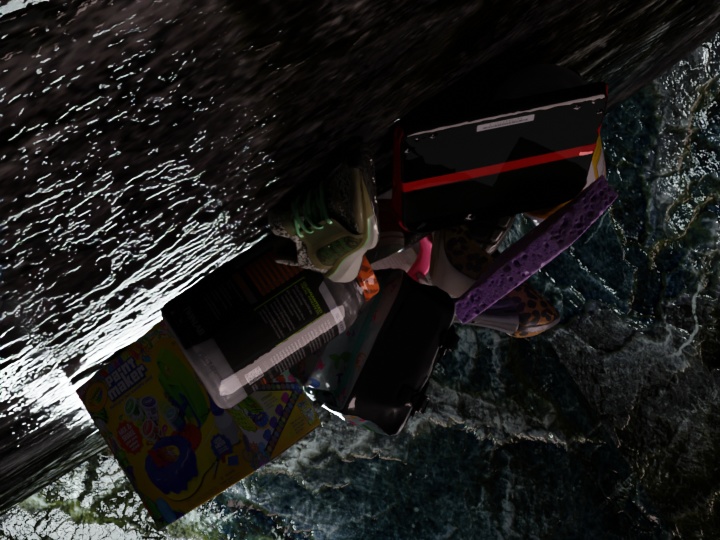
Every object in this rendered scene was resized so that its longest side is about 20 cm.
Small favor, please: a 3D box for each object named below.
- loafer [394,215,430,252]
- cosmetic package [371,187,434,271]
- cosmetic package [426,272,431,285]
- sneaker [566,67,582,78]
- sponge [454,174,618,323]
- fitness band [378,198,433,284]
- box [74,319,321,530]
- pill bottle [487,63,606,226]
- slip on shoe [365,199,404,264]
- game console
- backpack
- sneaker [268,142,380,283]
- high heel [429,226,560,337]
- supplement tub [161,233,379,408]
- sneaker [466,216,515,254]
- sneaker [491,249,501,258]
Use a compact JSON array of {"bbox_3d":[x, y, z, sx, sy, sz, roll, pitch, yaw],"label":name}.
[{"bbox_3d":[0.071,-0.089,1.321,0.073,0.072,0.200,-32,168,-28],"label":"loafer"},{"bbox_3d":[0.008,-0.021,1.564,0.199,0.102,0.071,-35,178,41],"label":"cosmetic package"},{"bbox_3d":[0.067,0.015,1.653,0.113,0.081,0.201,-46,-154,22],"label":"cosmetic package"},{"bbox_3d":[0.171,-0.173,1.340,0.199,0.077,0.084,-34,156,-16],"label":"sneaker"},{"bbox_3d":[0.176,-0.018,1.226,0.111,0.030,0.200,-42,180,-34],"label":"sponge"},{"bbox_3d":[0.000,0.000,1.447,0.199,0.144,0.038,-39,-150,14],"label":"fitness band"},{"bbox_3d":[-0.187,0.156,1.352,0.199,0.194,0.122,-36,175,36],"label":"box"},{"bbox_3d":[0.204,-0.119,1.261,0.110,0.112,0.200,-33,150,0],"label":"pill bottle"},{"bbox_3d":[-0.035,-0.028,1.357,0.198,0.062,0.074,-21,163,36],"label":"slip on shoe"},{"bbox_3d":[0.127,-0.105,1.109,0.197,0.031,0.178,-12,149,-5],"label":"game console"},{"bbox_3d":[0.005,0.081,1.319,0.179,0.149,0.200,-65,-170,-6],"label":"backpack"},{"bbox_3d":[-0.035,-0.043,1.032,0.087,0.078,0.201,-2,154,-13],"label":"sneaker"},{"bbox_3d":[0.155,0.002,1.386,0.201,0.140,0.072,-91,-169,-50],"label":"high heel"},{"bbox_3d":[-0.087,0.035,1.176,0.199,0.123,0.123,-33,177,-9],"label":"supplement tub"},{"bbox_3d":[0.195,-0.104,1.573,0.079,0.075,0.202,41,67,-57],"label":"sneaker"},{"bbox_3d":[0.163,-0.077,1.631,0.130,0.199,0.080,-44,153,-13],"label":"sneaker"}]
